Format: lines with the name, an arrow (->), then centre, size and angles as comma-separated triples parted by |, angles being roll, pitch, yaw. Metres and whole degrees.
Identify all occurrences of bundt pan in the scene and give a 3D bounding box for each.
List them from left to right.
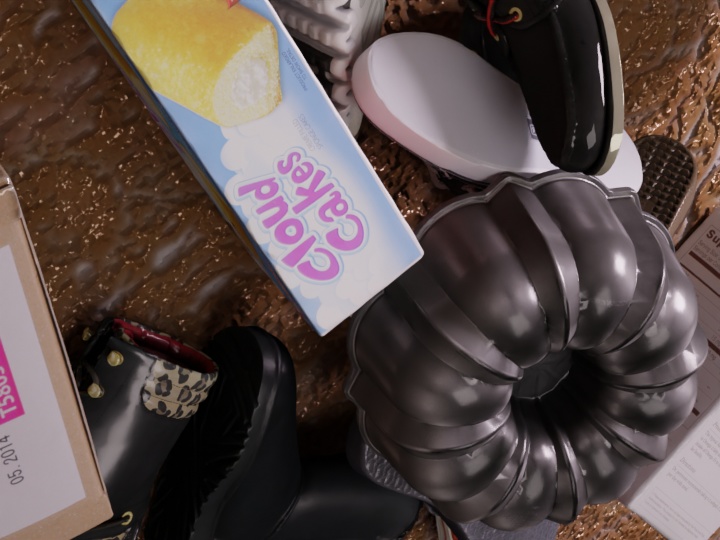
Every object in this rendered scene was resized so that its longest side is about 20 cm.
bundt pan -> 0.095, 0.053, 0.810 | 0.199, 0.076, 0.204 | -10, 121, -16

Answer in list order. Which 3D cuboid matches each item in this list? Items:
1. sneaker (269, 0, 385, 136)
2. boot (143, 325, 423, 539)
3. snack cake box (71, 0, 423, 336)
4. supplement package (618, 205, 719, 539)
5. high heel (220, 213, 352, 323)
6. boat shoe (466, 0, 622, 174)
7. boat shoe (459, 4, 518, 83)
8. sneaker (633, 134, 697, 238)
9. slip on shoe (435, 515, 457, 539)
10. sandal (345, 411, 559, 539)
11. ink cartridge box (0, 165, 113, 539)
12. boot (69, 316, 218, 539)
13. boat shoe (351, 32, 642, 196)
sneaker -> -0.006, -0.154, 0.794 | 0.080, 0.075, 0.202 | -25, 134, -31
boot -> -0.033, 0.117, 0.964 | 0.166, 0.077, 0.202 | 0, 126, -34
snack cake box -> -0.061, -0.079, 0.733 | 0.067, 0.115, 0.201 | -37, 117, -7
supplement package -> 0.247, 0.080, 1.116 | 0.200, 0.117, 0.117 | -47, 135, 4
high heel -> 0.000, 0.000, 0.855 | 0.072, 0.143, 0.200 | -47, 136, 6
boat shoe -> 0.081, -0.141, 0.784 | 0.062, 0.204, 0.074 | -8, 165, -22
boat shoe -> 0.112, -0.102, 0.926 | 0.074, 0.062, 0.202 | -69, 153, -17
sneaker -> 0.145, 0.007, 0.937 | 0.200, 0.070, 0.076 | -49, 161, -29
slip on shoe -> 0.080, 0.143, 1.064 | 0.074, 0.061, 0.201 | -59, 149, -33
sandal -> 0.062, 0.129, 0.982 | 0.200, 0.043, 0.077 | 41, 78, -36
ink cartridge box -> -0.194, 0.012, 0.706 | 0.074, 0.165, 0.202 | -24, 132, -20
boot -> -0.182, 0.091, 0.846 | 0.202, 0.073, 0.155 | 21, 103, -43
boat shoe -> 0.064, -0.068, 0.832 | 0.198, 0.073, 0.068 | 12, 150, -40
